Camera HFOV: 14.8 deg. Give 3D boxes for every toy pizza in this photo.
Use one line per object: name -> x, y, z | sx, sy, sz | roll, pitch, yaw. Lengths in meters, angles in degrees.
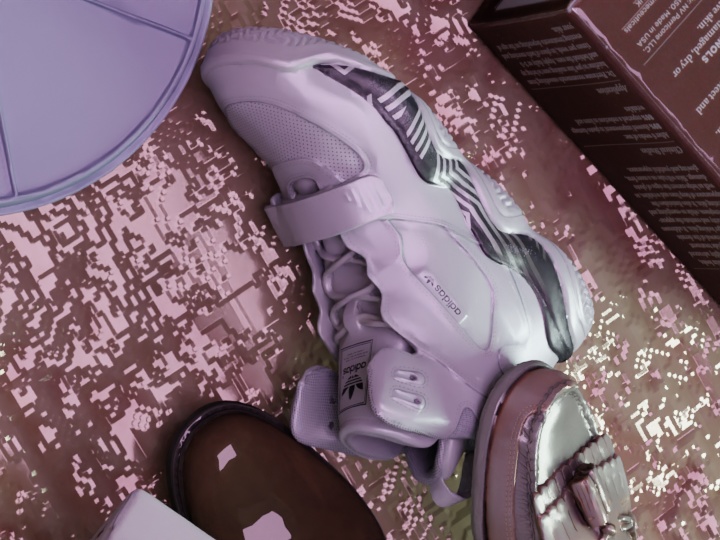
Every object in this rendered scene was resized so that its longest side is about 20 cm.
toy pizza -> -0.153, -0.120, 1.061 | 0.200, 0.032, 0.201 | -1, 92, -21

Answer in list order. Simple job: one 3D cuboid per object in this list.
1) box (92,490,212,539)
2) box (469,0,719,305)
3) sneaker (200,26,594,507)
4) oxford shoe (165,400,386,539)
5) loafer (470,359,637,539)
box -> -0.053, 0.209, 1.006 | 0.200, 0.106, 0.152 | 36, 49, -4
box -> 0.149, -0.057, 1.145 | 0.075, 0.100, 0.200 | -46, 106, -15
sneaker -> 0.000, 0.000, 1.088 | 0.200, 0.075, 0.115 | 42, 59, -21
oxford shoe -> -0.003, 0.135, 1.098 | 0.073, 0.084, 0.200 | -39, 103, -15
loafer -> 0.091, 0.129, 1.109 | 0.072, 0.063, 0.200 | -33, 128, -40
